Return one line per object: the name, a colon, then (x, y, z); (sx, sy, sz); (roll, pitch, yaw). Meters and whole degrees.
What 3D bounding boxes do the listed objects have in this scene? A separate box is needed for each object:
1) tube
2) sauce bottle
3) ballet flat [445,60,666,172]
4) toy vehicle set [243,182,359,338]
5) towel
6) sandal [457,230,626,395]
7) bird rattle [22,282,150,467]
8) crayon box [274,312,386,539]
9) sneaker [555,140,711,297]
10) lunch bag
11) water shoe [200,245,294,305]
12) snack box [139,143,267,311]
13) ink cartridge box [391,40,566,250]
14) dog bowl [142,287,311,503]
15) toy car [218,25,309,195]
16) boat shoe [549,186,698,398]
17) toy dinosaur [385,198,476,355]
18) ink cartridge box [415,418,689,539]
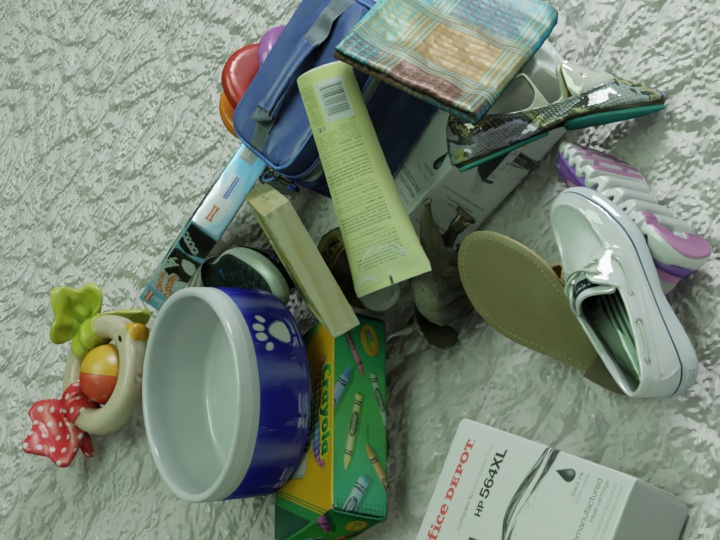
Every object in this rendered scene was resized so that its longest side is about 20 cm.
tube: (-0.002, -0.082, 1.565); (0.058, 0.052, 0.201); (-33, 75, 67)
sauce bottle: (0.000, 0.000, 1.676); (0.065, 0.065, 0.200); (-61, 12, 2)
ballet flat: (0.168, -0.147, 1.574); (0.199, 0.072, 0.072); (-17, 52, 2)
toy vehicle set: (-0.057, -0.013, 1.624); (0.026, 0.125, 0.200); (-30, 11, -4)
towel: (0.080, -0.210, 1.582); (0.200, 0.146, 0.022); (-51, -18, -47)
sandal: (0.179, 0.038, 1.538); (0.211, 0.070, 0.078); (36, 112, 27)
bird rattle: (-0.294, 0.116, 1.940); (0.163, 0.112, 0.201); (1, 70, 50)
crayon box: (-0.028, 0.152, 1.665); (0.119, 0.058, 0.201); (-41, 42, 51)
sneaker: (0.215, -0.036, 1.531); (0.089, 0.080, 0.200); (-63, 35, 24)
lunch bag: (-0.029, -0.162, 1.676); (0.200, 0.132, 0.136); (-58, 39, 6)
water shoe: (-0.099, 0.000, 1.789); (0.200, 0.079, 0.072); (7, 117, 67)
snack box: (-0.164, -0.042, 1.861); (0.116, 0.037, 0.200); (-60, 7, -32)
ink cartridge box: (0.103, -0.143, 1.692); (0.200, 0.084, 0.145); (-47, 42, 16)
dog bowl: (-0.128, 0.116, 1.680); (0.200, 0.078, 0.201); (0, 90, 57)
toy car: (-0.062, -0.190, 1.838); (0.199, 0.150, 0.176); (-22, 54, 37)
boat shoe: (0.200, 0.014, 1.437); (0.200, 0.067, 0.074); (59, 135, 27)
toy dinosaur: (0.079, 0.009, 1.604); (0.077, 0.200, 0.102); (31, 70, 17)
ink cartridge box: (0.147, 0.220, 1.452); (0.200, 0.084, 0.147); (14, 80, 48)
